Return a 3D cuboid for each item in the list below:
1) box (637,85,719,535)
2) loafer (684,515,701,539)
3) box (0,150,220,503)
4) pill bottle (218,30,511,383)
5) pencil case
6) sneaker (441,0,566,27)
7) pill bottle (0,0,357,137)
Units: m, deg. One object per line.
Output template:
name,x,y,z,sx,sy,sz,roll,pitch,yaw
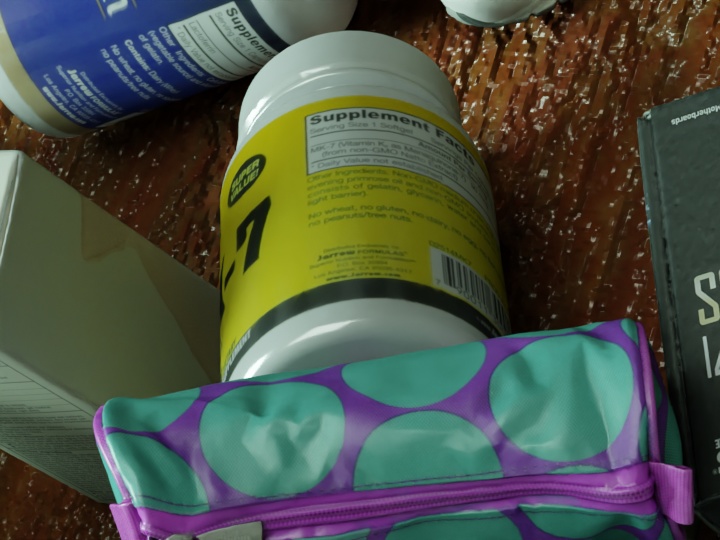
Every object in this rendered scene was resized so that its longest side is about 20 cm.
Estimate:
box,0.213,0.001,1.004,0.199,0.086,0.165,-16,61,24
loafer,0.049,0.129,1.005,0.199,0.070,0.075,-24,34,-23
box,-0.121,0.028,1.122,0.094,0.200,0.078,-1,67,31
pill bottle,0.000,0.000,1.089,0.114,0.114,0.201,-27,35,17
pencil case,0.012,0.072,0.959,0.199,0.086,0.092,-9,18,2
sneaker,0.086,-0.197,1.176,0.074,0.087,0.201,27,84,36
pill bottle,-0.070,-0.141,1.226,0.199,0.116,0.116,-18,59,23
